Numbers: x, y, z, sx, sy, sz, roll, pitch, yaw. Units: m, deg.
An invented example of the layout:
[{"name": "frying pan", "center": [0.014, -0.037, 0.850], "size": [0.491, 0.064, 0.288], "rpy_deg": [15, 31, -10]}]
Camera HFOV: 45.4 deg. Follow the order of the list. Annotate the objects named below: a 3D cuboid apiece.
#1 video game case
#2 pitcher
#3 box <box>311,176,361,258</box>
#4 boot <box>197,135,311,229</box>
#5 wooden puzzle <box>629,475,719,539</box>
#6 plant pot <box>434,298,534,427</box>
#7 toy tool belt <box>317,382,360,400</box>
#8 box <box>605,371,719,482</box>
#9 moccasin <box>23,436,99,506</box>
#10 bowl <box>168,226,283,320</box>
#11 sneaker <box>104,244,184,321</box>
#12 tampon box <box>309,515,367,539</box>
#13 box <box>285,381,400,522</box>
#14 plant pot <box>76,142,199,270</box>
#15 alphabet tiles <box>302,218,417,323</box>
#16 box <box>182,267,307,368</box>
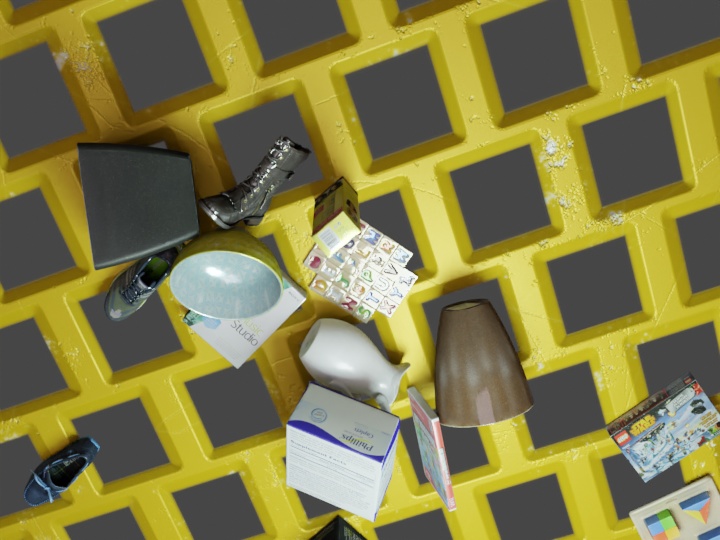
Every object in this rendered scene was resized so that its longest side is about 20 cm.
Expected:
[{"name": "video game case", "center": [0.137, 0.342, 1.660], "size": [0.017, 0.143, 0.203], "rpy_deg": [-17, 110, -11]}, {"name": "pitcher", "center": [-0.016, 0.191, 1.591], "size": [0.198, 0.173, 0.121], "rpy_deg": [32, 128, -13]}, {"name": "box", "center": [-0.042, -0.094, 1.470], "size": [0.075, 0.201, 0.050], "rpy_deg": [-38, 109, 14]}, {"name": "boot", "center": [-0.177, -0.159, 1.462], "size": [0.069, 0.199, 0.175], "rpy_deg": [44, 109, 13]}, {"name": "wooden puzzle", "center": [0.680, 0.543, 1.786], "size": [0.183, 0.046, 0.202], "rpy_deg": [-28, 108, 9]}, {"name": "plant pot", "center": [0.211, 0.161, 1.591], "size": [0.184, 0.187, 0.203], "rpy_deg": [-12, 96, 4]}, {"name": "toy tool belt", "center": [-0.025, 0.311, 1.658], "size": [0.124, 0.123, 0.202], "rpy_deg": [-28, 108, 10]}, {"name": "box", "center": [0.607, 0.311, 1.704], "size": [0.199, 0.040, 0.137], "rpy_deg": [-37, 107, 12]}, {"name": "moccasin", "center": [-0.609, 0.405, 1.719], "size": [0.080, 0.068, 0.200], "rpy_deg": [41, 105, -14]}, {"name": "bowl", "center": [-0.230, -0.012, 1.506], "size": [0.196, 0.109, 0.202], "rpy_deg": [-1, 142, -1]}, {"name": "sneaker", "center": [-0.404, 0.020, 1.573], "size": [0.074, 0.081, 0.200], "rpy_deg": [39, 105, -13]}, {"name": "tampon box", "center": [-0.027, 0.645, 1.777], "size": [0.150, 0.127, 0.200], "rpy_deg": [-41, 106, 14]}, {"name": "box", "center": [-0.033, 0.324, 1.533], "size": [0.181, 0.105, 0.202], "rpy_deg": [19, 137, 13]}, {"name": "plant pot", "center": [-0.366, -0.121, 1.457], "size": [0.174, 0.200, 0.203], "rpy_deg": [-8, 97, -9]}, {"name": "alphabet tiles", "center": [0.000, 0.000, 1.607], "size": [0.198, 0.006, 0.167], "rpy_deg": [32, 107, -11]}, {"name": "box", "center": [-0.217, 0.068, 1.616], "size": [0.144, 0.036, 0.200], "rpy_deg": [42, 103, -13]}]
